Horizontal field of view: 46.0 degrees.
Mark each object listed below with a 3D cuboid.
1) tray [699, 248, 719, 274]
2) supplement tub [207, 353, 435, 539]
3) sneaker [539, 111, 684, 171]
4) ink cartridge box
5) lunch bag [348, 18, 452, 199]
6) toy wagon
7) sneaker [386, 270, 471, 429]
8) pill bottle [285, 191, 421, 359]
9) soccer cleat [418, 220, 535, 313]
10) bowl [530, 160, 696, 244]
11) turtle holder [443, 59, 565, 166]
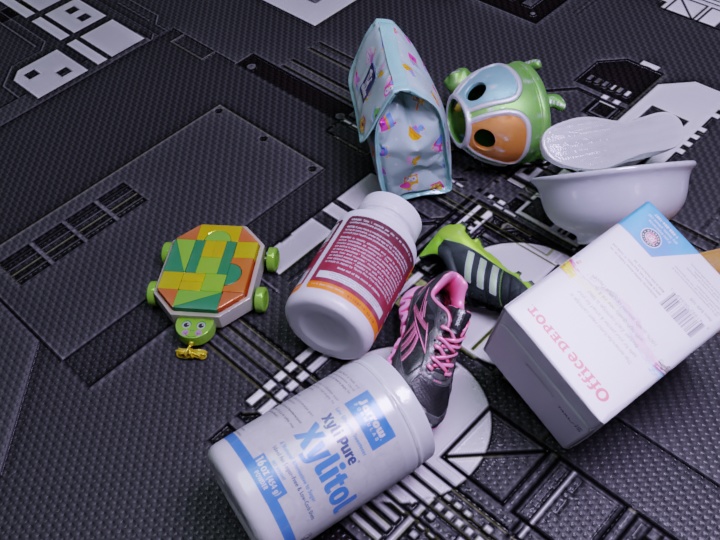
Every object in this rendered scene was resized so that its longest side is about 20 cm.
[{"bbox_3d":[0.406,0.028,1.019,0.199,0.037,0.099,-13,48,-5],"label":"tray"},{"bbox_3d":[-0.040,0.186,0.860,0.200,0.132,0.132,-30,52,-18],"label":"supplement tub"},{"bbox_3d":[0.318,-0.161,1.146,0.199,0.116,0.074,-7,83,-14],"label":"sneaker"},{"bbox_3d":[0.258,0.061,0.891,0.200,0.146,0.147,-34,73,-14],"label":"ink cartridge box"},{"bbox_3d":[0.053,-0.219,1.159,0.122,0.200,0.171,-13,49,5],"label":"lunch bag"},{"bbox_3d":[-0.193,0.022,1.081,0.155,0.040,0.200,3,49,9],"label":"toy wagon"},{"bbox_3d":[0.085,0.081,0.954,0.079,0.095,0.200,28,46,-23],"label":"sneaker"},{"bbox_3d":[0.000,0.000,1.033,0.113,0.113,0.200,16,53,19],"label":"pill bottle"},{"bbox_3d":[0.155,0.022,1.039,0.081,0.068,0.200,-44,58,-2],"label":"soccer cleat"},{"bbox_3d":[0.318,-0.082,1.062,0.200,0.091,0.201,-6,3,0],"label":"bowl"},{"bbox_3d":[0.188,-0.233,1.189,0.131,0.141,0.186,-10,71,-14],"label":"turtle holder"}]
